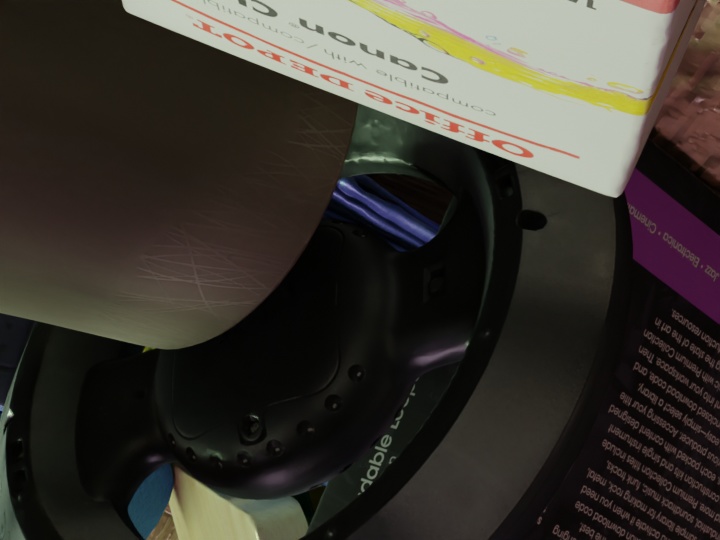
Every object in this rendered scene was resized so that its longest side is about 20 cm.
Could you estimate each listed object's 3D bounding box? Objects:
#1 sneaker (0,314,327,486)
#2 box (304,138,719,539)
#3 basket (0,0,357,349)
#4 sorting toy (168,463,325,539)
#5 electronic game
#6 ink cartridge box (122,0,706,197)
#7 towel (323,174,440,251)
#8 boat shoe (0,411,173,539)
[{"bbox_3d":[-0.076,0.028,0.893,0.200,0.074,0.082,21,174,10],"label":"sneaker"},{"bbox_3d":[0.052,0.064,0.730,0.036,0.200,0.143,13,166,44],"label":"box"},{"bbox_3d":[-0.109,-0.062,0.624,0.200,0.136,0.181,23,-146,-36],"label":"basket"},{"bbox_3d":[-0.003,0.164,0.967,0.069,0.201,0.199,-16,-174,-13],"label":"sorting toy"},{"bbox_3d":[-0.018,0.024,0.680,0.200,0.200,0.042,13,158,45],"label":"electronic game"},{"bbox_3d":[0.012,-0.075,0.483,0.116,0.068,0.200,22,169,7],"label":"ink cartridge box"},{"bbox_3d":[0.000,0.000,0.849,0.145,0.024,0.200,27,170,-25],"label":"towel"},{"bbox_3d":[-0.137,0.060,0.941,0.069,0.084,0.200,30,177,30],"label":"boat shoe"}]
